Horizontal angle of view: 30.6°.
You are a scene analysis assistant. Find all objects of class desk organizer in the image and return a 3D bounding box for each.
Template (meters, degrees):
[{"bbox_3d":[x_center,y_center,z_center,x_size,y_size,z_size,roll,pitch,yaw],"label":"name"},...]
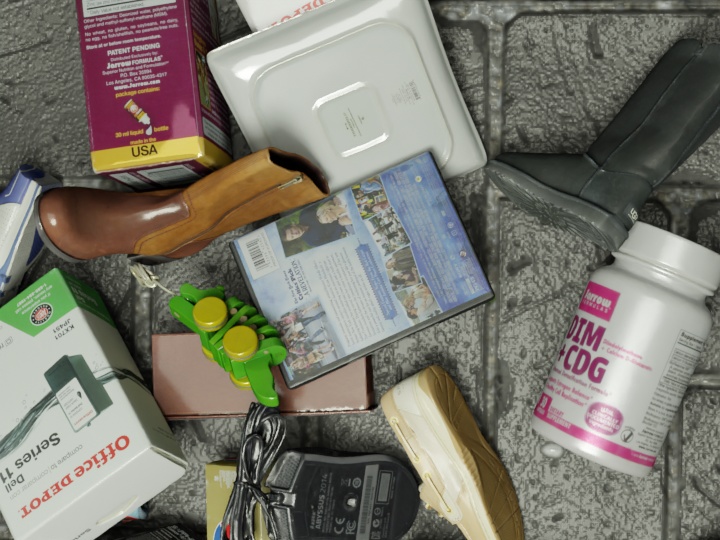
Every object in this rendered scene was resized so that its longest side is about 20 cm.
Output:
[{"bbox_3d":[-0.087,0.093,1.196,0.198,0.072,0.078,-2,88,6],"label":"desk organizer"}]

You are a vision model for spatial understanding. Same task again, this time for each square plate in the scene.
[{"bbox_3d":[-0.008,-0.137,1.161,0.197,0.029,0.201,-21,118,6],"label":"square plate"}]

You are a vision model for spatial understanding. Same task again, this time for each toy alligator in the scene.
[{"bbox_3d":[-0.122,0.040,1.143,0.054,0.060,0.200,-36,59,-22],"label":"toy alligator"}]

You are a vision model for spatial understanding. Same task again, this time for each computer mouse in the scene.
[{"bbox_3d":[-0.037,0.193,1.166,0.199,0.053,0.140,16,83,-33],"label":"computer mouse"}]

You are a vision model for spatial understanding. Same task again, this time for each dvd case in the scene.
[{"bbox_3d":[0.000,0.000,1.153,0.199,0.018,0.144,-24,79,2],"label":"dvd case"}]

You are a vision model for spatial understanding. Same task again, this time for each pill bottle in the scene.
[{"bbox_3d":[0.235,0.065,1.139,0.113,0.113,0.201,23,92,5],"label":"pill bottle"}]

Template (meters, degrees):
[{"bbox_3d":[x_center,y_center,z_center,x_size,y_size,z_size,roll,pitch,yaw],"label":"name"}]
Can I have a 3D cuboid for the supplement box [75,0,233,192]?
[{"bbox_3d":[-0.182,-0.181,1.167,0.102,0.131,0.202,-7,84,7],"label":"supplement box"}]

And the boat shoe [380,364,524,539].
[{"bbox_3d":[0.082,0.183,1.183,0.069,0.074,0.201,-23,96,28],"label":"boat shoe"}]

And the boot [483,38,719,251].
[{"bbox_3d":[0.225,-0.126,1.154,0.164,0.066,0.200,32,80,42],"label":"boot"}]

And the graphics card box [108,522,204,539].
[{"bbox_3d":[-0.229,0.302,1.144,0.051,0.199,0.126,26,111,39],"label":"graphics card box"}]

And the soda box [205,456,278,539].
[{"bbox_3d":[-0.094,0.271,1.190,0.064,0.068,0.202,0,91,32],"label":"soda box"}]

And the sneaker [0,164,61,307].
[{"bbox_3d":[-0.367,-0.014,1.220,0.114,0.081,0.201,26,95,3],"label":"sneaker"}]

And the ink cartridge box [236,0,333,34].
[{"bbox_3d":[-0.060,-0.304,1.182,0.144,0.084,0.201,-28,88,6],"label":"ink cartridge box"}]

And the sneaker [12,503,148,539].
[{"bbox_3d":[-0.245,0.213,1.210,0.095,0.079,0.201,33,94,3],"label":"sneaker"}]

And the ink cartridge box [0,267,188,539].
[{"bbox_3d":[-0.262,0.124,1.146,0.146,0.083,0.201,-36,64,3],"label":"ink cartridge box"}]

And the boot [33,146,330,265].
[{"bbox_3d":[-0.151,-0.056,1.118,0.199,0.188,0.069,-18,67,29],"label":"boot"}]
